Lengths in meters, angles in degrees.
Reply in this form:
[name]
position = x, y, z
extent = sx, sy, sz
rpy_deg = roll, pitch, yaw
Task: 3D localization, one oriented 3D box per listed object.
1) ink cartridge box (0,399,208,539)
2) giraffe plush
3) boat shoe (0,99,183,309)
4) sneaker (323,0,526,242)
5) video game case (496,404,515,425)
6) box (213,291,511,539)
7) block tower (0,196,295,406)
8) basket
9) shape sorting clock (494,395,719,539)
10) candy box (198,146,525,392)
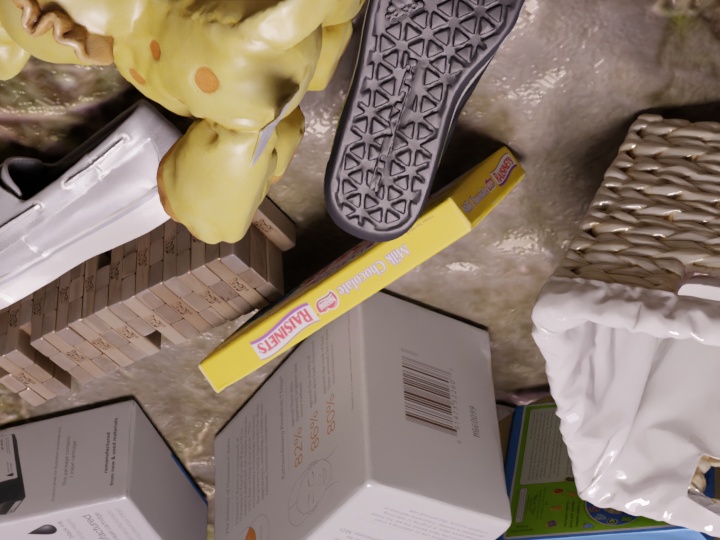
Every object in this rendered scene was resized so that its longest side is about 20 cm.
[ink cartridge box]
position = -0.225, 0.182, 1.130
extent = 0.199, 0.085, 0.145
rpy_deg = -13, 138, 12
[giraffe plush]
position = -0.096, -0.118, 0.745
extent = 0.161, 0.200, 0.173
rpy_deg = 27, 103, 0
[boat shoe]
position = -0.180, -0.034, 0.898
extent = 0.199, 0.072, 0.069
rpy_deg = -22, 115, 30
[sneaker]
position = 0.029, -0.110, 0.825
extent = 0.071, 0.083, 0.201
rpy_deg = 25, 111, -3
[video game case]
position = 0.126, 0.182, 1.203
extent = 0.181, 0.023, 0.200
rpy_deg = 17, 135, -23
[box]
position = -0.006, 0.136, 1.040
extent = 0.106, 0.153, 0.200
rpy_deg = 19, 136, -25
[block tower]
position = -0.135, 0.016, 0.965
extent = 0.199, 0.058, 0.054
rpy_deg = -25, 136, 22
[basket]
position = 0.222, 0.036, 0.891
extent = 0.197, 0.161, 0.200
rpy_deg = 10, 145, 25
[shape sorting clock]
position = 0.158, 0.137, 1.020
extent = 0.199, 0.200, 0.039
rpy_deg = -12, 120, 10
[candy box]
position = 0.000, 0.000, 0.927
extent = 0.200, 0.102, 0.026
rpy_deg = -33, 97, 30
